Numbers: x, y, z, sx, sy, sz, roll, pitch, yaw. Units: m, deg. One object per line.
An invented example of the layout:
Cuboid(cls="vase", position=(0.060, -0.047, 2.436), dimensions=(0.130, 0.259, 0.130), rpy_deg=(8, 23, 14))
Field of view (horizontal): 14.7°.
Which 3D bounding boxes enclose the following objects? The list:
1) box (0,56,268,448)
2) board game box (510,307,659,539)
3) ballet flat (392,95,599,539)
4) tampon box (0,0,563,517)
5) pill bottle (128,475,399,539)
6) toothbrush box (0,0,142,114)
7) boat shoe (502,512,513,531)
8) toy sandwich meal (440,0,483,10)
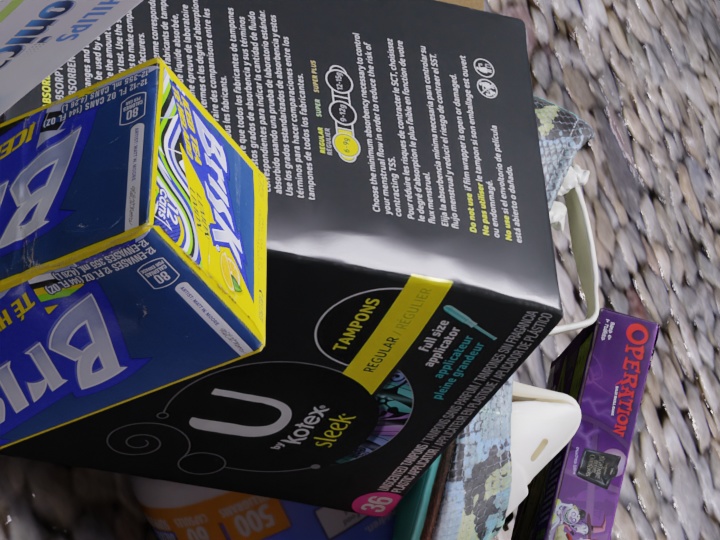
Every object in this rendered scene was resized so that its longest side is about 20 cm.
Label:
Cuboid(cls="box", position=(-0.127, 0.013, 0.828), dimensions=(0.064, 0.200, 0.070), rpy_deg=(48, 30, -41))
Cuboid(cls="board game box", position=(0.086, 0.087, 1.150), dimensions=(0.200, 0.032, 0.120), rpy_deg=(101, 7, -82))
Cuboid(cls="ballet flat", position=(0.055, 0.030, 1.042), dimensions=(0.074, 0.074, 0.200), rpy_deg=(14, 82, -62))
Cuboid(cls="tampon box", position=(-0.055, -0.015, 0.969), dimensions=(0.200, 0.150, 0.126), rpy_deg=(10, 53, -22))
Cuboid(cls="pill bottle", position=(-0.001, 0.139, 1.112), dimensions=(0.200, 0.112, 0.112), rpy_deg=(63, 24, -13))
Cuboid(cls="toothbrush box", position=(-0.179, -0.091, 0.785), dimensions=(0.200, 0.146, 0.086), rpy_deg=(-5, 73, -40))
Cuboid(cls="boat shoe", position=(0.038, 0.075, 1.207), dimensions=(0.072, 0.060, 0.201), rpy_deg=(61, -10, 19))
Cuboid(cls="toy sandwich meal", position=(-0.006, -0.098, 1.310), dimensions=(0.205, 0.070, 0.206), rpy_deg=(11, 90, -69))
